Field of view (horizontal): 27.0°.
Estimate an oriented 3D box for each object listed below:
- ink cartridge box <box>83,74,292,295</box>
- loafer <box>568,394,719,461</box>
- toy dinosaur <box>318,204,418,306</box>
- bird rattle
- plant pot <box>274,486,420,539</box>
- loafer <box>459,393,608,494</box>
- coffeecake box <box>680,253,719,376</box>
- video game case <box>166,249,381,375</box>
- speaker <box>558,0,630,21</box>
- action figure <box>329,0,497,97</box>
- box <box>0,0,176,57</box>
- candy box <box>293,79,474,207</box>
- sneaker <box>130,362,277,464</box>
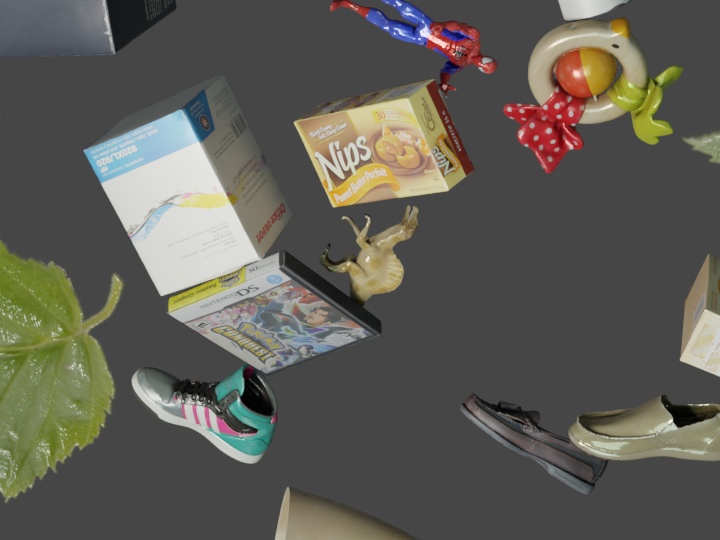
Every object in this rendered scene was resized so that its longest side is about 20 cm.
[{"bbox_3d":[-0.200,-0.100,1.785,0.144,0.147,0.200,-20,106,21],"label":"ink cartridge box"},{"bbox_3d":[0.352,0.185,1.814,0.200,0.076,0.068,1,112,4],"label":"loafer"},{"bbox_3d":[0.000,0.000,1.828,0.101,0.058,0.200,28,117,0],"label":"toy dinosaur"},{"bbox_3d":[0.248,-0.205,1.644,0.200,0.113,0.163,-3,132,26],"label":"bird rattle"},{"bbox_3d":[-0.012,0.391,1.952,0.200,0.187,0.188,10,116,-6],"label":"plant pot"},{"bbox_3d":[0.218,0.202,1.864,0.200,0.072,0.063,33,98,-8],"label":"loafer"},{"bbox_3d":[0.468,0.077,1.686,0.200,0.154,0.073,22,117,4],"label":"coffeecake box"},{"bbox_3d":[-0.104,0.057,1.828,0.181,0.026,0.200,-22,142,28],"label":"video game case"},{"bbox_3d":[0.225,-0.372,1.591,0.081,0.081,0.200,-15,109,20],"label":"speaker"},{"bbox_3d":[0.060,-0.263,1.676,0.200,0.099,0.065,26,118,-1],"label":"action figure"},{"bbox_3d":[-0.338,-0.321,1.694,0.196,0.200,0.118,0,114,15],"label":"box"},{"bbox_3d":[0.024,-0.142,1.711,0.200,0.055,0.116,-5,116,49],"label":"candy box"},{"bbox_3d":[-0.188,0.158,1.930,0.200,0.084,0.121,30,123,-9],"label":"sneaker"}]
